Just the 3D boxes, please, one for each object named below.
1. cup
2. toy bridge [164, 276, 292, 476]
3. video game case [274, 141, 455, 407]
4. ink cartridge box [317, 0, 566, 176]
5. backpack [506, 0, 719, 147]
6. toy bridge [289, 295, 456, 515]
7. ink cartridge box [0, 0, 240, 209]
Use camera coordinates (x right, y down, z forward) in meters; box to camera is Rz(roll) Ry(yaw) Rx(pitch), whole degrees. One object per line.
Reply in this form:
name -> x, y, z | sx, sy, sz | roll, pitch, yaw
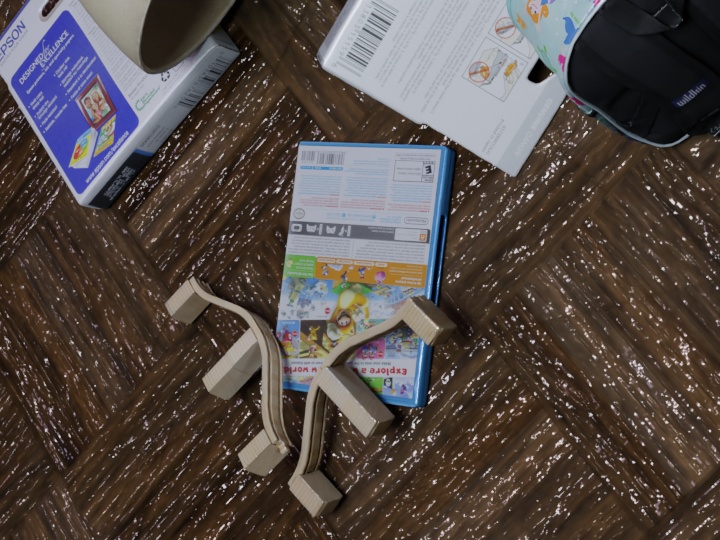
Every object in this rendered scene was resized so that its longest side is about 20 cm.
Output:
cup -> -0.171, -0.278, 1.205 | 0.143, 0.200, 0.201 | 33, 103, 7
toy bridge -> -0.097, 0.074, 1.232 | 0.067, 0.027, 0.201 | -46, 48, 15
video game case -> 0.000, 0.000, 1.211 | 0.142, 0.018, 0.202 | 5, 86, 33
ink cartridge box -> 0.091, -0.198, 1.130 | 0.201, 0.173, 0.044 | -58, 15, 13
backpack -> 0.190, -0.188, 1.003 | 0.178, 0.199, 0.151 | -44, 63, 21
toy bridge -> -0.005, 0.097, 1.165 | 0.067, 0.027, 0.201 | 45, 118, 25
ink cartridge box -> -0.226, -0.194, 1.372 | 0.198, 0.047, 0.201 | -46, 60, 21
